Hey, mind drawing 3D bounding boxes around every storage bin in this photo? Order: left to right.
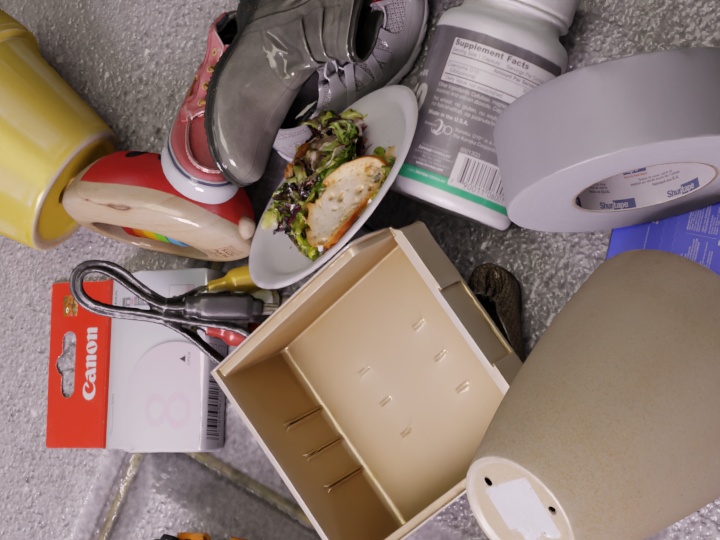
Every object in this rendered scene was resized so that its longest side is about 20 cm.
[{"bbox_3d":[0.019,0.098,1.205,0.198,0.093,0.201,-42,78,34],"label":"storage bin"}]

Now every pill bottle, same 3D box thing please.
[{"bbox_3d":[0.101,-0.144,1.240,0.112,0.113,0.202,21,91,27],"label":"pill bottle"}]

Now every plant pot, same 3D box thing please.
[{"bbox_3d":[-0.335,-0.122,1.415,0.188,0.201,0.202,33,97,12],"label":"plant pot"},{"bbox_3d":[0.170,0.114,1.065,0.186,0.199,0.189,30,138,32],"label":"plant pot"}]

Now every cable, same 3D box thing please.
[{"bbox_3d":[-0.153,0.037,1.329,0.198,0.050,0.098,4,98,-3],"label":"cable"}]

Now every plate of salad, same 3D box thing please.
[{"bbox_3d":[-0.031,-0.074,1.229,0.200,0.048,0.201,-41,27,26],"label":"plate of salad"}]

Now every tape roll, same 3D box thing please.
[{"bbox_3d":[0.196,-0.089,1.088,0.198,0.200,0.067,-16,74,23],"label":"tape roll"}]

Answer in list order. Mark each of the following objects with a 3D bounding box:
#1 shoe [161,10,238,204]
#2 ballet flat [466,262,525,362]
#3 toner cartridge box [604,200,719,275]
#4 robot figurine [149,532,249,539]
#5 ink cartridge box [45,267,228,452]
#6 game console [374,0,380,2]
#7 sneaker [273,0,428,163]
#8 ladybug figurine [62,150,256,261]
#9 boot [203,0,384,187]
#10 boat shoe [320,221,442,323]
[{"bbox_3d":[-0.120,-0.145,1.308,0.071,0.201,0.092,17,124,-10],"label":"shoe"},{"bbox_3d":[0.113,0.092,1.235,0.067,0.046,0.202,-10,78,25],"label":"ballet flat"},{"bbox_3d":[0.246,-0.026,1.190,0.094,0.043,0.202,13,88,28],"label":"toner cartridge box"},{"bbox_3d":[-0.095,0.272,1.275,0.198,0.146,0.058,5,42,37],"label":"robot figurine"},{"bbox_3d":[-0.215,0.084,1.397,0.198,0.057,0.165,-2,82,21],"label":"ink cartridge box"},{"bbox_3d":[0.028,-0.342,1.280,0.173,0.117,0.202,125,140,-58],"label":"game console"},{"bbox_3d":[-0.014,-0.177,1.317,0.075,0.082,0.201,38,99,25],"label":"sneaker"},{"bbox_3d":[-0.172,-0.059,1.350,0.198,0.136,0.073,11,79,28],"label":"ladybug figurine"},{"bbox_3d":[-0.050,-0.169,1.235,0.130,0.068,0.202,-3,68,38],"label":"boot"},{"bbox_3d":[0.000,0.000,1.292,0.199,0.072,0.066,37,103,26],"label":"boat shoe"}]
